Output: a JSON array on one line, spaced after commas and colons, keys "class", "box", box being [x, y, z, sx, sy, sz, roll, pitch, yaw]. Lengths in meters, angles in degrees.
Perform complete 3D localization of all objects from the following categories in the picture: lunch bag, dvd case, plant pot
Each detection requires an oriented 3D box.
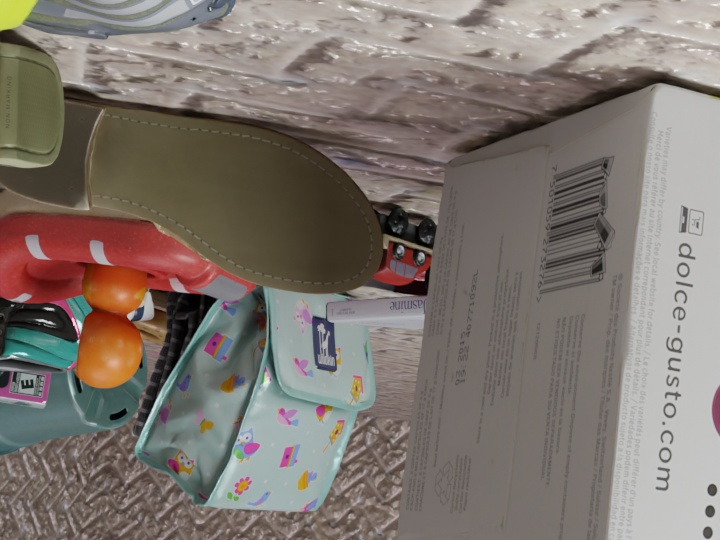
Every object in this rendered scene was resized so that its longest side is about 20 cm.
[{"class": "lunch bag", "box": [-0.077, 0.102, 1.313, 0.121, 0.202, 0.170, 29, -173, 35]}, {"class": "dvd case", "box": [0.092, 0.032, 1.145, 0.198, 0.018, 0.142, -5, 171, 41]}, {"class": "plant pot", "box": [-0.379, 0.124, 1.830, 0.194, 0.203, 0.200, -5, 166, 31]}]

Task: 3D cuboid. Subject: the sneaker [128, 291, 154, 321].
[{"class": "sneaker", "box": [-0.265, 0.035, 1.378, 0.080, 0.077, 0.199, -20, 177, -33]}]

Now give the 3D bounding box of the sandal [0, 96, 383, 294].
[{"class": "sandal", "box": [-0.088, -0.049, 0.787, 0.209, 0.079, 0.070, 16, -169, -6]}]

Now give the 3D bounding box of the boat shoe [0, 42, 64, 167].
[{"class": "boat shoe", "box": [-0.187, -0.078, 0.615, 0.067, 0.076, 0.200, 2, 171, 9]}]

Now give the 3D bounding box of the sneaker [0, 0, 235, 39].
[{"class": "sneaker", "box": [-0.059, -0.101, 0.389, 0.080, 0.075, 0.200, 5, -179, -23]}]

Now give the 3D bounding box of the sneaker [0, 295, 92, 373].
[{"class": "sneaker", "box": [-0.281, 0.019, 1.103, 0.198, 0.122, 0.084, 25, 161, -12]}]

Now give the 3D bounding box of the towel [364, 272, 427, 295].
[{"class": "towel", "box": [0.000, 0.000, 1.124, 0.197, 0.023, 0.144, 9, 173, -1]}]

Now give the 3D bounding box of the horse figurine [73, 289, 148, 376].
[{"class": "horse figurine", "box": [-0.280, 0.015, 1.256, 0.198, 0.134, 0.050, 16, 151, 5]}]

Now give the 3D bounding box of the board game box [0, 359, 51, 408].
[{"class": "board game box", "box": [-0.331, 0.019, 1.163, 0.197, 0.150, 0.064, 10, 173, -11]}]

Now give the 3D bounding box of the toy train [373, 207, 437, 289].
[{"class": "toy train", "box": [0.020, -0.013, 0.925, 0.034, 0.046, 0.199, 1, 168, 43]}]

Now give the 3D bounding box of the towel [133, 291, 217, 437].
[{"class": "towel", "box": [-0.132, 0.100, 1.446, 0.085, 0.167, 0.200, 18, 176, 27]}]

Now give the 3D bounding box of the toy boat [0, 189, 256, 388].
[{"class": "toy boat", "box": [-0.168, 0.013, 1.009, 0.198, 0.133, 0.130, 4, 170, 27]}]

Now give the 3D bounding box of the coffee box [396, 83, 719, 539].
[{"class": "coffee box", "box": [0.152, 0.050, 0.678, 0.195, 0.202, 0.200, 11, 171, -20]}]

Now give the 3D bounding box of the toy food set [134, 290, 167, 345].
[{"class": "toy food set", "box": [-0.290, 0.038, 1.596, 0.195, 0.049, 0.200, 7, 172, 16]}]
